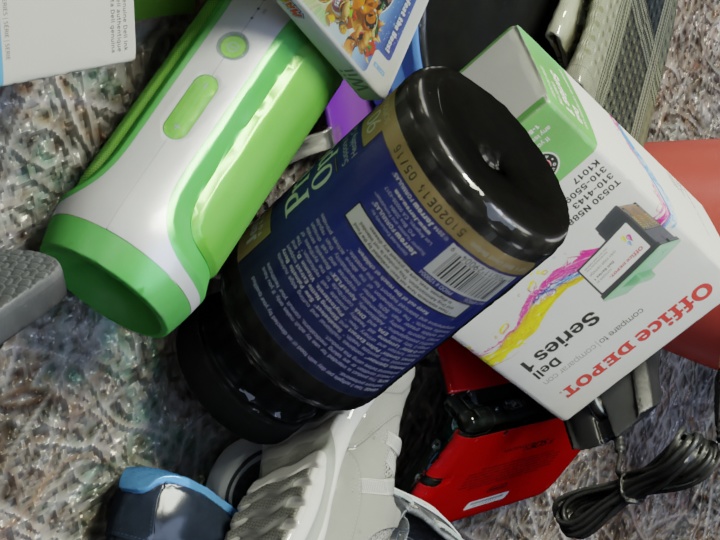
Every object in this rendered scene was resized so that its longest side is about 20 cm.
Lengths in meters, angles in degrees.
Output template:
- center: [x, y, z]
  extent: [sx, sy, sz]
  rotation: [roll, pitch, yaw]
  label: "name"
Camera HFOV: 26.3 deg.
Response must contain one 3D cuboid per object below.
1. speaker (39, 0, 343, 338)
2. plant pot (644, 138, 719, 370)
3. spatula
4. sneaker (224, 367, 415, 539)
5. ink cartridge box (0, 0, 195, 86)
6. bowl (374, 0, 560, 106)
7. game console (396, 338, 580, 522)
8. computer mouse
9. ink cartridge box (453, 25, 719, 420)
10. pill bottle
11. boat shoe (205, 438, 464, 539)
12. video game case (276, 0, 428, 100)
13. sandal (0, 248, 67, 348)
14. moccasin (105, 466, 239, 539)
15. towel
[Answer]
- center: [-0.072, -0.069, 0.759]
  extent: [0.201, 0.088, 0.089]
  rotation: [-58, 139, -21]
  label: "speaker"
- center: [0.278, -0.010, 1.114]
  extent: [0.200, 0.176, 0.202]
  rotation: [-34, 129, -56]
  label: "plant pot"
- center: [-0.047, -0.057, 0.845]
  extent: [0.200, 0.020, 0.057]
  rotation: [-40, 129, -35]
  label: "spatula"
- center: [-0.013, 0.117, 0.851]
  extent: [0.082, 0.074, 0.201]
  rotation: [54, 40, -23]
  label: "sneaker"
- center: [-0.124, -0.168, 0.669]
  extent: [0.199, 0.075, 0.149]
  rotation: [-20, 117, -46]
  label: "ink cartridge box"
- center: [0.075, -0.165, 0.938]
  extent: [0.200, 0.039, 0.203]
  rotation: [-19, 115, -49]
  label: "bowl"
- center: [0.084, 0.072, 1.052]
  extent: [0.199, 0.119, 0.173]
  rotation: [-5, 137, -49]
  label: "game console"
- center: [0.172, 0.060, 0.962]
  extent: [0.046, 0.140, 0.201]
  rotation: [36, 46, -24]
  label: "computer mouse"
- center: [0.106, -0.021, 0.906]
  extent: [0.145, 0.084, 0.200]
  rotation: [-40, 126, 19]
  label: "ink cartridge box"
- center: [0.000, 0.000, 0.782]
  extent: [0.200, 0.112, 0.111]
  rotation: [-41, 151, 26]
  label: "pill bottle"
- center: [-0.001, 0.155, 0.911]
  extent: [0.199, 0.068, 0.072]
  rotation: [33, 88, -37]
  label: "boat shoe"
- center: [-0.019, -0.196, 0.718]
  extent: [0.200, 0.018, 0.144]
  rotation: [44, 60, -44]
  label: "video game case"
- center: [-0.210, 0.055, 0.647]
  extent: [0.200, 0.076, 0.043]
  rotation: [-37, 128, -24]
  label: "sandal"
- center: [-0.075, 0.178, 0.856]
  extent: [0.200, 0.080, 0.069]
  rotation: [39, 61, -35]
  label: "moccasin"
- center: [0.171, -0.159, 1.031]
  extent: [0.193, 0.034, 0.202]
  rotation: [57, 46, -59]
  label: "towel"
